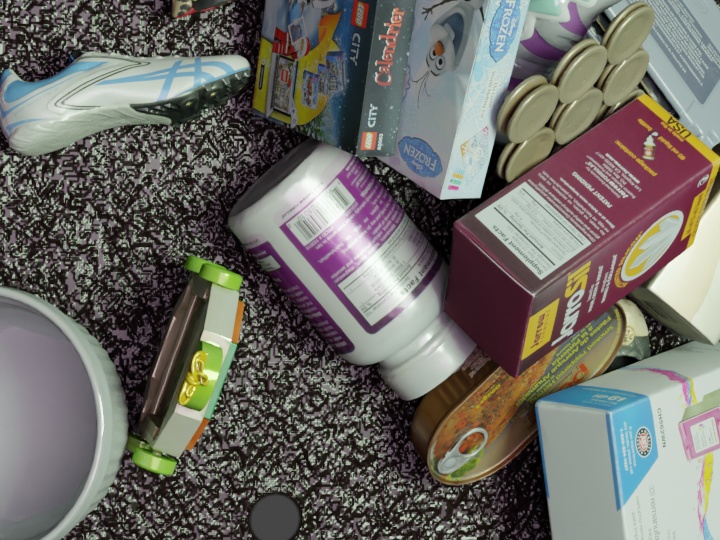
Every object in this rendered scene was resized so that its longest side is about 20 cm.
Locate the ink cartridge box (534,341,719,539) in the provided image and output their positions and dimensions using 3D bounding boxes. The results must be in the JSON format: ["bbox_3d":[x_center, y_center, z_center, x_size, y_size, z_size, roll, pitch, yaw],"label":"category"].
[{"bbox_3d":[0.241,0.150,1.466,0.199,0.084,0.146,-17,102,-40],"label":"ink cartridge box"}]

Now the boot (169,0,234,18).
[{"bbox_3d":[-0.152,-0.265,1.397,0.199,0.073,0.152,-17,98,-16],"label":"boot"}]

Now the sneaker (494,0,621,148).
[{"bbox_3d":[0.141,-0.150,1.406,0.199,0.078,0.140,-19,113,29],"label":"sneaker"}]

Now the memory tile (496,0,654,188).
[{"bbox_3d":[0.158,-0.104,1.380,0.153,0.200,0.017,-40,65,-18],"label":"memory tile"}]

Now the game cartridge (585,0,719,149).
[{"bbox_3d":[0.234,-0.198,1.469,0.200,0.041,0.133,52,49,-12],"label":"game cartridge"}]

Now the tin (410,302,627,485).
[{"bbox_3d":[0.124,0.087,1.464,0.200,0.042,0.112,-44,137,6],"label":"tin"}]

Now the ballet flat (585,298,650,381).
[{"bbox_3d":[0.208,0.124,1.513,0.066,0.057,0.202,6,93,-14],"label":"ballet flat"}]

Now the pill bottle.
[{"bbox_3d":[0.000,0.000,1.429,0.112,0.112,0.200,-42,102,-6],"label":"pill bottle"}]

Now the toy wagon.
[{"bbox_3d":[-0.126,0.072,1.360,0.039,0.200,0.156,20,90,-15],"label":"toy wagon"}]

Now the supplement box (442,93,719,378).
[{"bbox_3d":[0.163,-0.027,1.378,0.199,0.111,0.086,-34,63,-25],"label":"supplement box"}]

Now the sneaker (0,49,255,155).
[{"bbox_3d":[-0.177,-0.141,1.402,0.198,0.072,0.073,-13,78,-17],"label":"sneaker"}]

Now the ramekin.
[{"bbox_3d":[-0.263,0.112,1.354,0.198,0.105,0.202,0,88,11],"label":"ramekin"}]

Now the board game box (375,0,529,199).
[{"bbox_3d":[0.037,-0.182,1.354,0.043,0.200,0.200,-2,116,-37],"label":"board game box"}]

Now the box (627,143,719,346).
[{"bbox_3d":[0.302,-0.044,1.503,0.078,0.095,0.201,38,84,-12],"label":"box"}]

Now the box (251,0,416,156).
[{"bbox_3d":[-0.016,-0.196,1.354,0.037,0.136,0.202,-4,109,-38],"label":"box"}]
